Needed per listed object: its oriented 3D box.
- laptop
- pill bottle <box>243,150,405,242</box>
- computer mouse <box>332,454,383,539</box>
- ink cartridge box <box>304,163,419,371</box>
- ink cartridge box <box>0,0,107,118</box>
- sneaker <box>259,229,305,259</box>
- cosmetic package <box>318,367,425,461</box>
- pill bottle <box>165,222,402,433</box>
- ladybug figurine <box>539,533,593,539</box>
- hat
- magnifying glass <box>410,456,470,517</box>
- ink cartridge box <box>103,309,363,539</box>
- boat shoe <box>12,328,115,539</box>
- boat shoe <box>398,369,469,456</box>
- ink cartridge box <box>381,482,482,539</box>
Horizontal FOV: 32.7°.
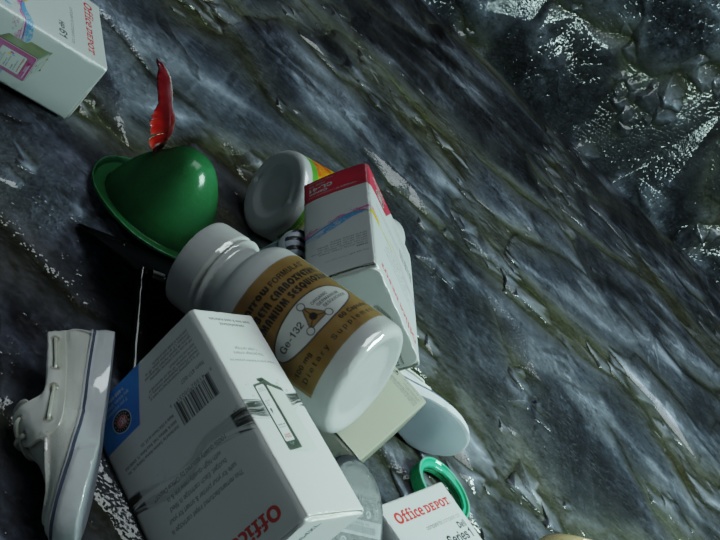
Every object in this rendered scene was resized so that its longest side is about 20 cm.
[{"bbox_3d":[-0.181,0.060,1.210,0.187,0.116,0.200,23,60,-44],"label":"laptop"},{"bbox_3d":[-0.039,-0.063,1.539,0.200,0.111,0.111,26,30,-41],"label":"pill bottle"},{"bbox_3d":[-0.028,0.258,1.052,0.138,0.053,0.200,31,54,-44],"label":"computer mouse"},{"bbox_3d":[0.000,0.000,1.343,0.200,0.085,0.148,-90,160,-55],"label":"ink cartridge box"},{"bbox_3d":[-0.378,-0.273,1.317,0.200,0.085,0.145,31,26,-36],"label":"ink cartridge box"},{"bbox_3d":[-0.073,0.026,1.399,0.200,0.087,0.075,59,17,-50],"label":"sneaker"},{"bbox_3d":[-0.020,0.161,1.207,0.071,0.105,0.200,47,20,7],"label":"cosmetic package"},{"bbox_3d":[-0.072,0.045,1.094,0.200,0.114,0.114,34,17,20],"label":"pill bottle"},{"bbox_3d":[0.288,0.366,1.396,0.200,0.072,0.136,21,10,3],"label":"ladybug figurine"},{"bbox_3d":[-0.170,-0.121,1.289,0.166,0.176,0.200,38,20,-8],"label":"hat"},{"bbox_3d":[0.093,0.277,1.323,0.080,0.022,0.200,37,25,-24],"label":"magnifying glass"},{"bbox_3d":[-0.112,0.155,0.990,0.084,0.146,0.200,10,43,-56],"label":"ink cartridge box"},{"bbox_3d":[-0.233,0.123,0.944,0.070,0.071,0.200,6,47,-9],"label":"boat shoe"},{"bbox_3d":[0.047,0.138,1.406,0.200,0.074,0.065,39,27,-21],"label":"boat shoe"},{"bbox_3d":[0.076,0.310,1.150,0.200,0.084,0.145,54,23,18],"label":"ink cartridge box"}]
